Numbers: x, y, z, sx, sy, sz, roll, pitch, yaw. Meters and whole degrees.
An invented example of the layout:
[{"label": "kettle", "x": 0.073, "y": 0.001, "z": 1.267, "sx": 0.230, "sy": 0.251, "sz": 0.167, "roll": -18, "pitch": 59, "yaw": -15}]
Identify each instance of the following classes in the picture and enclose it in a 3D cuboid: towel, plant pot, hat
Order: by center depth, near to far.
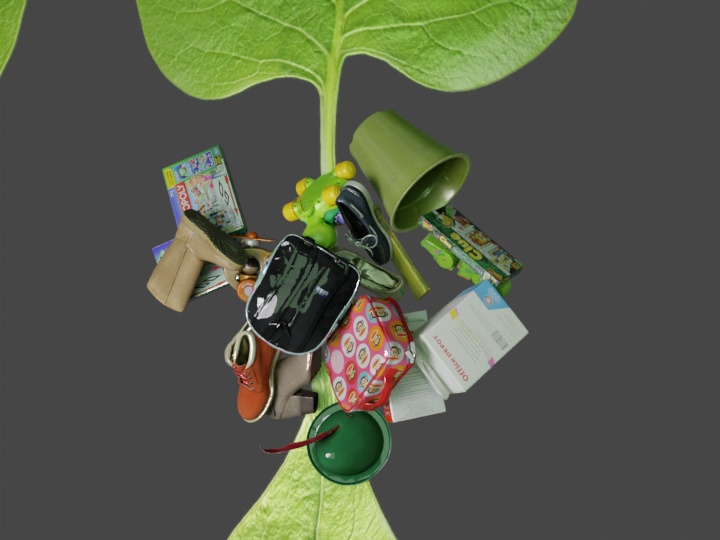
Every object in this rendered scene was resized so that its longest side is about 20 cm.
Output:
[{"label": "hat", "x": -0.045, "y": 0.342, "z": 1.364, "sx": 0.200, "sy": 0.176, "sz": 0.166, "roll": -32, "pitch": 81, "yaw": 3}, {"label": "plant pot", "x": 0.081, "y": -0.212, "z": 1.414, "sx": 0.200, "sy": 0.200, "sz": 0.190, "roll": -41, "pitch": 68, "yaw": 2}, {"label": "towel", "x": 0.074, "y": -0.034, "z": 1.436, "sx": 0.018, "sy": 0.086, "sz": 0.200, "roll": -30, "pitch": 82, "yaw": -12}]

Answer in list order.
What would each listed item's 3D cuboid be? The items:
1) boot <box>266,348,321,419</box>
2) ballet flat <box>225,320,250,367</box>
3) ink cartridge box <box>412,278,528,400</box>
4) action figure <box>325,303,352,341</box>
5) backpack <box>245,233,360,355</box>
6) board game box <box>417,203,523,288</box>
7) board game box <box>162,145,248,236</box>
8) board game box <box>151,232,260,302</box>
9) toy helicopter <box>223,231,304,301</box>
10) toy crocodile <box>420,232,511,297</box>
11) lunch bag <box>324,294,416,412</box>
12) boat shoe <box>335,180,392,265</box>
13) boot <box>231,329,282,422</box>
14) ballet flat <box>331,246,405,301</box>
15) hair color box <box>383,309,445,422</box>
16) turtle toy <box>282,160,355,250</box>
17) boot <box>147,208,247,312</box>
[{"label": "boot", "x": -0.154, "y": 0.201, "z": 1.439, "sx": 0.146, "sy": 0.070, "sz": 0.201, "roll": 5, "pitch": 93, "yaw": 17}, {"label": "ballet flat", "x": -0.204, "y": 0.116, "z": 1.459, "sx": 0.069, "sy": 0.069, "sz": 0.200, "roll": 38, "pitch": 90, "yaw": 10}, {"label": "ink cartridge box", "x": 0.182, "y": 0.134, "z": 1.341, "sx": 0.200, "sy": 0.125, "sz": 0.129, "roll": -37, "pitch": 90, "yaw": -20}, {"label": "action figure", "x": -0.023, "y": 0.131, "z": 1.449, "sx": 0.118, "sy": 0.055, "sz": 0.200, "roll": -40, "pitch": 85, "yaw": -1}, {"label": "backpack", "x": -0.113, "y": 0.051, "z": 1.326, "sx": 0.177, "sy": 0.151, "sz": 0.201, "roll": 29, "pitch": 82, "yaw": -3}, {"label": "board game box", "x": 0.214, "y": -0.050, "z": 1.396, "sx": 0.200, "sy": 0.105, "sz": 0.024, "roll": 42, "pitch": 132, "yaw": 19}, {"label": "board game box", "x": -0.325, "y": -0.147, "z": 1.501, "sx": 0.134, "sy": 0.029, "sz": 0.201, "roll": -22, "pitch": 71, "yaw": 4}, {"label": "board game box", "x": -0.323, "y": -0.023, "z": 1.515, "sx": 0.199, "sy": 0.029, "sz": 0.135, "roll": -24, "pitch": 83, "yaw": 5}, {"label": "toy helicopter", "x": -0.181, "y": -0.031, "z": 1.449, "sx": 0.199, "sy": 0.079, "sz": 0.133, "roll": -23, "pitch": 101, "yaw": -7}, {"label": "toy crocodile", "x": 0.209, "y": -0.011, "z": 1.429, "sx": 0.199, "sy": 0.062, "sz": 0.068, "roll": 30, "pitch": 47, "yaw": 10}, {"label": "lunch bag", "x": 0.017, "y": 0.162, "z": 1.311, "sx": 0.200, "sy": 0.082, "sz": 0.177, "roll": -56, "pitch": 43, "yaw": 36}, {"label": "boat shoe", "x": 0.006, "y": -0.078, "z": 1.379, "sx": 0.075, "sy": 0.200, "sz": 0.062, "roll": 15, "pitch": 54, "yaw": 34}, {"label": "boot", "x": -0.213, "y": 0.200, "z": 1.379, "sx": 0.075, "sy": 0.107, "sz": 0.201, "roll": 16, "pitch": 99, "yaw": 27}, {"label": "ballet flat", "x": 0.000, "y": 0.000, "z": 1.450, "sx": 0.199, "sy": 0.069, "sz": 0.070, "roll": 24, "pitch": 88, "yaw": 9}, {"label": "hair color box", "x": 0.089, "y": 0.186, "z": 1.406, "sx": 0.110, "sy": 0.064, "sz": 0.201, "roll": -8, "pitch": 83, "yaw": -14}, {"label": "turtle toy", "x": -0.070, "y": -0.119, "z": 1.425, "sx": 0.145, "sy": 0.101, "sz": 0.200, "roll": -17, "pitch": 36, "yaw": 37}, {"label": "boot", "x": -0.323, "y": 0.003, "z": 1.427, "sx": 0.175, "sy": 0.066, "sz": 0.200, "roll": 42, "pitch": 119, "yaw": 19}]
